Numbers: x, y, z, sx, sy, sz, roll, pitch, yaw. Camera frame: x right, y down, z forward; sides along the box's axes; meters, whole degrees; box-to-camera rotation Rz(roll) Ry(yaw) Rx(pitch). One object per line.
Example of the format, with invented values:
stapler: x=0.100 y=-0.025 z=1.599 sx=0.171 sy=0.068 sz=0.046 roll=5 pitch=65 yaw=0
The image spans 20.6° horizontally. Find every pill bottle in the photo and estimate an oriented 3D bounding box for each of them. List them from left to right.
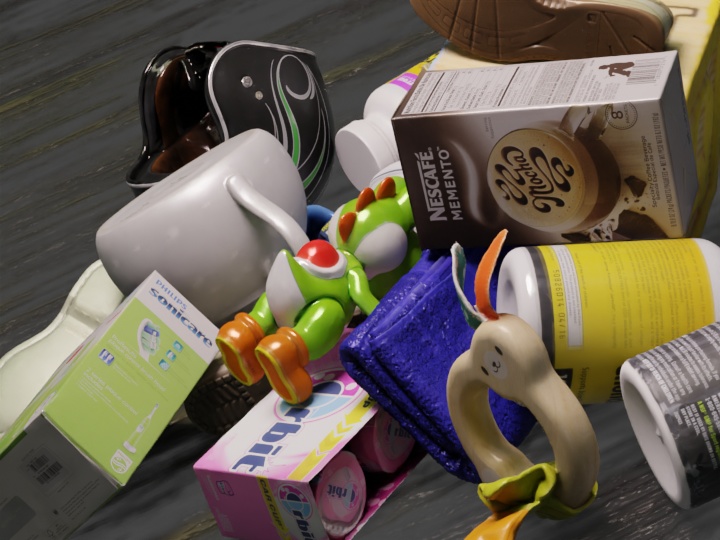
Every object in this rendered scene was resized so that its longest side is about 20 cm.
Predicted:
pill bottle: x=0.075 y=-0.148 z=1.884 sx=0.199 sy=0.105 sz=0.104 roll=-33 pitch=28 yaw=-24
pill bottle: x=0.200 y=0.035 z=1.386 sx=0.198 sy=0.113 sz=0.112 roll=-3 pitch=25 yaw=-6
pill bottle: x=0.279 y=0.071 z=1.295 sx=0.198 sy=0.107 sz=0.106 roll=-22 pitch=25 yaw=-4

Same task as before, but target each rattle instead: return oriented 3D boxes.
rattle: x=0.067 y=0.093 z=1.293 sx=0.142 sy=0.201 sz=0.130 roll=-26 pitch=30 yaw=-16

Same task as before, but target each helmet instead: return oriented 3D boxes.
helmet: x=-0.121 y=-0.116 z=1.868 sx=0.198 sy=0.193 sz=0.200 roll=3 pitch=1 yaw=0

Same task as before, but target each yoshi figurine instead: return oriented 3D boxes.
yoshi figurine: x=-0.011 y=0.020 z=1.504 sx=0.200 sy=0.112 sz=0.112 roll=-47 pitch=-2 yaw=-23

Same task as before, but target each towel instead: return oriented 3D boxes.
towel: x=0.088 y=0.047 z=1.450 sx=0.200 sy=0.148 sz=0.050 roll=-46 pitch=-2 yaw=-41

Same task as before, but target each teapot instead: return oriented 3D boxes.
teapot: x=-0.115 y=-0.016 z=1.667 sx=0.196 sy=0.147 sz=0.200 roll=-30 pitch=9 yaw=17

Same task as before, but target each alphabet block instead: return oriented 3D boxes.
alphabet block: x=0.176 y=-0.110 z=1.573 sx=0.198 sy=0.197 sz=0.197 roll=8 pitch=37 yaw=18

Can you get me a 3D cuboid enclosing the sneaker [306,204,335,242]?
sneaker: x=0.000 y=0.000 z=1.673 sx=0.074 sy=0.083 sz=0.199 roll=-29 pitch=28 yaw=-23

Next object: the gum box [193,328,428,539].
gum box: x=-0.014 y=0.118 z=1.464 sx=0.113 sy=0.067 sz=0.200 roll=2 pitch=33 yaw=40

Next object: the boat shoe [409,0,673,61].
boat shoe: x=0.133 y=-0.195 z=1.477 sx=0.198 sy=0.074 sz=0.063 roll=18 pitch=32 yaw=12

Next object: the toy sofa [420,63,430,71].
toy sofa: x=0.152 y=-0.158 z=1.798 sx=0.199 sy=0.083 sz=0.098 roll=-24 pitch=59 yaw=-25

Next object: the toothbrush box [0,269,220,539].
toothbrush box: x=-0.207 y=0.115 z=1.528 sx=0.145 sy=0.086 sz=0.200 roll=-41 pitch=8 yaw=37

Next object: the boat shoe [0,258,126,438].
boat shoe: x=-0.258 y=0.080 z=1.728 sx=0.071 sy=0.061 sz=0.202 roll=32 pitch=67 yaw=18

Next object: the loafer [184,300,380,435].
loafer: x=-0.051 y=0.064 z=1.591 sx=0.198 sy=0.076 sz=0.068 roll=-20 pitch=31 yaw=2

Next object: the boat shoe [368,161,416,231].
boat shoe: x=0.065 y=-0.049 z=1.730 sx=0.065 sy=0.074 sz=0.199 roll=-32 pitch=26 yaw=-33

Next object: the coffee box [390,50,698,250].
coffee box: x=0.134 y=-0.085 z=1.428 sx=0.198 sy=0.114 sz=0.080 roll=-3 pitch=31 yaw=22
